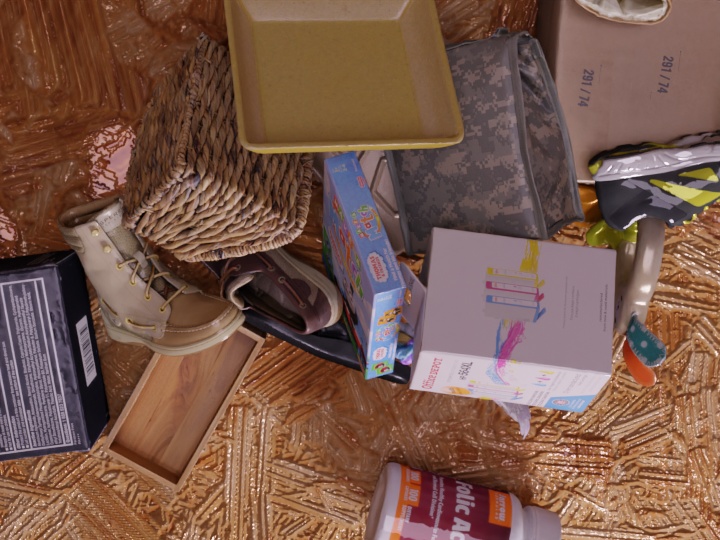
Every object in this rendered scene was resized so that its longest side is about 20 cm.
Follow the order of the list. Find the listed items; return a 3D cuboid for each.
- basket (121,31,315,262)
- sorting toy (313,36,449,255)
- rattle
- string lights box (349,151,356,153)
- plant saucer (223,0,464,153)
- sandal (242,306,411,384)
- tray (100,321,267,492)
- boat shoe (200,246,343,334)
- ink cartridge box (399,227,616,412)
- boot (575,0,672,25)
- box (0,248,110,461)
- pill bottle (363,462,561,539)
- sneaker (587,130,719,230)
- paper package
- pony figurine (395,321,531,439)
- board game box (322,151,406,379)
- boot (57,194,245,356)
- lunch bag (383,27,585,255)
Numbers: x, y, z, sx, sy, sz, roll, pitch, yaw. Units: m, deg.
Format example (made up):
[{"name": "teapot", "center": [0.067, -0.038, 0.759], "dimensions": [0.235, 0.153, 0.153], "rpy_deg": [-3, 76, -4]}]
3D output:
[{"name": "basket", "center": [-0.142, -0.104, 1.159], "dimensions": [0.149, 0.201, 0.143], "rpy_deg": [25, 137, -27]}, {"name": "sorting toy", "center": [0.046, -0.146, 1.235], "dimensions": [0.200, 0.036, 0.185], "rpy_deg": [-43, 99, 2]}, {"name": "rattle", "center": [0.246, 0.008, 1.204], "dimensions": [0.142, 0.130, 0.201], "rpy_deg": [13, 82, -15]}, {"name": "string lights box", "center": [-0.033, -0.220, 1.143], "dimensions": [0.102, 0.059, 0.201], "rpy_deg": [13, 57, -3]}, {"name": "plant saucer", "center": [-0.021, -0.181, 1.058], "dimensions": [0.199, 0.049, 0.201], "rpy_deg": [-3, 59, -11]}, {"name": "sandal", "center": [-0.034, 0.070, 1.260], "dimensions": [0.200, 0.075, 0.048], "rpy_deg": [22, 78, -13]}, {"name": "tray", "center": [-0.194, 0.133, 1.280], "dimensions": [0.098, 0.037, 0.201], "rpy_deg": [29, 98, -6]}, {"name": "boat shoe", "center": [-0.115, 0.005, 1.203], "dimensions": [0.200, 0.072, 0.072], "rpy_deg": [34, 128, 19]}, {"name": "ink cartridge box", "center": [0.128, 0.048, 1.100], "dimensions": [0.199, 0.129, 0.126], "rpy_deg": [7, 68, 1]}, {"name": "boot", "center": [0.214, -0.340, 1.124], "dimensions": [0.174, 0.066, 0.201], "rpy_deg": [7, 59, -3]}, {"name": "box", "center": [-0.386, 0.092, 1.222], "dimensions": [0.197, 0.123, 0.201], "rpy_deg": [-7, 99, -1]}, {"name": "pill bottle", "center": [0.111, 0.289, 1.275], "dimensions": [0.199, 0.114, 0.115], "rpy_deg": [15, 100, -4]}, {"name": "sneaker", "center": [0.324, -0.087, 1.133], "dimensions": [0.199, 0.075, 0.085], "rpy_deg": [-5, 107, 10]}, {"name": "paper package", "center": [0.276, -0.193, 1.194], "dimensions": [0.189, 0.103, 0.201], "rpy_deg": [1, 101, 0]}, {"name": "pony figurine", "center": [0.141, 0.066, 1.228], "dimensions": [0.200, 0.167, 0.193], "rpy_deg": [-44, 84, -3]}, {"name": "board game box", "center": [0.000, 0.000, 1.149], "dimensions": [0.036, 0.200, 0.152], "rpy_deg": [-15, 64, -11]}, {"name": "boot", "center": [-0.216, 0.002, 1.176], "dimensions": [0.073, 0.199, 0.156], "rpy_deg": [-41, 122, -36]}, {"name": "lunch bag", "center": [0.113, -0.127, 1.137], "dimensions": [0.163, 0.117, 0.201], "rpy_deg": [-7, 100, 35]}]
